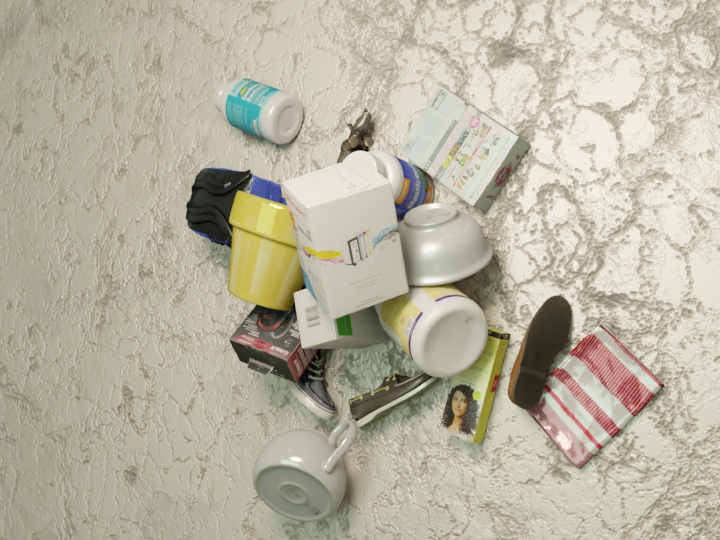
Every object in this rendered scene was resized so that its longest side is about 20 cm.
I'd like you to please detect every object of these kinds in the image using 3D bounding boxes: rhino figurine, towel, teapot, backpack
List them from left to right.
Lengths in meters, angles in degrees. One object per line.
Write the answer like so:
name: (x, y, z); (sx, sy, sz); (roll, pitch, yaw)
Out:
backpack: (-0.267, -0.124, 1.606); (0.198, 0.167, 0.165); (14, 84, 37)
teapot: (-0.105, 0.375, 1.463); (0.197, 0.147, 0.199); (8, 128, 14)
rhino figurine: (-0.012, -0.237, 1.495); (0.087, 0.059, 0.203); (143, 141, -65)
towel: (0.380, 0.208, 1.248); (0.201, 0.023, 0.144); (-50, 63, 17)

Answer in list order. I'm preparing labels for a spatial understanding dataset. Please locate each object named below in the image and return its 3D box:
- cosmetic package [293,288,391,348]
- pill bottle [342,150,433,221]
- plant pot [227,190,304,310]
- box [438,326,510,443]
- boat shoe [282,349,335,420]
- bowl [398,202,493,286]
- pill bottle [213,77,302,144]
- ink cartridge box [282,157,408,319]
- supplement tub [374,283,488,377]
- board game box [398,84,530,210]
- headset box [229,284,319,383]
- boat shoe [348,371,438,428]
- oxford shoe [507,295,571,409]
cosmetic package: (-0.031, 0.088, 1.414); (0.084, 0.199, 0.109); (-17, 78, 30)
pill bottle: (0.047, -0.158, 1.394); (0.111, 0.199, 0.114); (-4, 83, 31)
plant pot: (-0.166, -0.033, 1.441); (0.199, 0.200, 0.191); (19, 95, 32)
box: (0.204, 0.199, 1.343); (0.075, 0.050, 0.203); (14, 91, 32)
boat shoe: (-0.102, 0.203, 1.520); (0.200, 0.074, 0.093); (42, 101, 29)
bowl: (0.129, -0.059, 1.323); (0.199, 0.201, 0.091); (5, 121, 32)
pill bottle: (-0.229, -0.354, 1.643); (0.198, 0.110, 0.112); (25, 98, 31)
ink cartridge box: (-0.026, -0.056, 1.235); (0.147, 0.143, 0.202); (-135, 30, -59)
supplement tub: (0.117, 0.080, 1.322); (0.147, 0.144, 0.200); (-62, 31, 10)
board game box: (0.189, -0.228, 1.394); (0.200, 0.064, 0.148); (42, 107, 30)
headset box: (-0.151, 0.121, 1.492); (0.147, 0.076, 0.201); (15, 51, 29)
boat shoe: (0.057, 0.230, 1.419); (0.200, 0.071, 0.061); (-35, 71, 27)
oxford shoe: (0.296, 0.134, 1.287); (0.071, 0.071, 0.202); (26, 84, -8)
